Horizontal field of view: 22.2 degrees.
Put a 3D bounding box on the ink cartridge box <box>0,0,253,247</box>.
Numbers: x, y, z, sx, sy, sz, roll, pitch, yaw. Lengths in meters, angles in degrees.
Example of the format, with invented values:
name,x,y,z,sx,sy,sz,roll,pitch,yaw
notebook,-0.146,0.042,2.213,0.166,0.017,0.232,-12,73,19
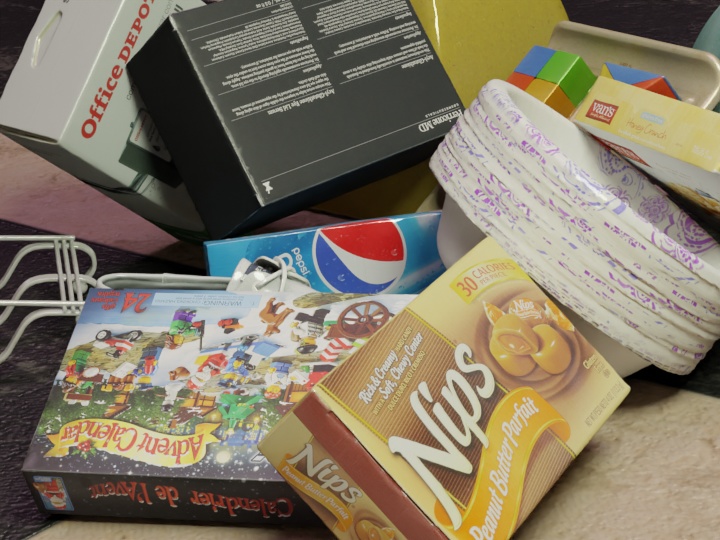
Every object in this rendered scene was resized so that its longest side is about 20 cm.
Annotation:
name,x,y,z,sx,sy,sz,roll,pitch,yaw
ink cartridge box,-0.144,-0.119,1.316,0.083,0.148,0.199,15,-11,43

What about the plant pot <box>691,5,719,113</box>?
name,x,y,z,sx,sy,sz,roll,pitch,yaw
plant pot,0.305,-0.116,1.305,0.199,0.202,0.134,-18,-3,-30

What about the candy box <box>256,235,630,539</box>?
name,x,y,z,sx,sy,sz,roll,pitch,yaw
candy box,0.048,0.073,0.923,0.055,0.116,0.200,-46,-5,37

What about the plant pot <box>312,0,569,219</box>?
name,x,y,z,sx,sy,sz,roll,pitch,yaw
plant pot,0.052,-0.162,1.438,0.193,0.202,0.195,13,28,40

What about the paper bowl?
name,x,y,z,sx,sy,sz,roll,pitch,yaw
paper bowl,0.125,-0.013,1.082,0.200,0.105,0.201,35,15,-10

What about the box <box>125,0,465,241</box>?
name,x,y,z,sx,sy,sz,roll,pitch,yaw
box,-0.039,-0.121,1.262,0.199,0.142,0.079,-23,-9,-38

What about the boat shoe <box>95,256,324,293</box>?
name,x,y,z,sx,sy,sz,roll,pitch,yaw
boat shoe,-0.065,0.026,1.091,0.198,0.069,0.072,1,21,18

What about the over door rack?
name,x,y,z,sx,sy,sz,roll,pitch,yaw
over door rack,-0.272,0.012,1.219,0.198,0.067,0.148,12,16,-16

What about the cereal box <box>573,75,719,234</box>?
name,x,y,z,sx,sy,sz,roll,pitch,yaw
cereal box,0.242,-0.045,1.143,0.199,0.040,0.144,31,-1,-33

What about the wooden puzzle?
name,x,y,z,sx,sy,sz,roll,pitch,yaw
wooden puzzle,0.132,-0.084,1.263,0.201,0.046,0.185,-55,36,-8

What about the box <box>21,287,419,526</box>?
name,x,y,z,sx,sy,sz,roll,pitch,yaw
box,-0.069,0.071,0.998,0.198,0.038,0.137,1,44,13

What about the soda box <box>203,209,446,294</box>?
name,x,y,z,sx,sy,sz,roll,pitch,yaw
soda box,0.000,0.000,1.191,0.198,0.065,0.068,-8,2,-6
